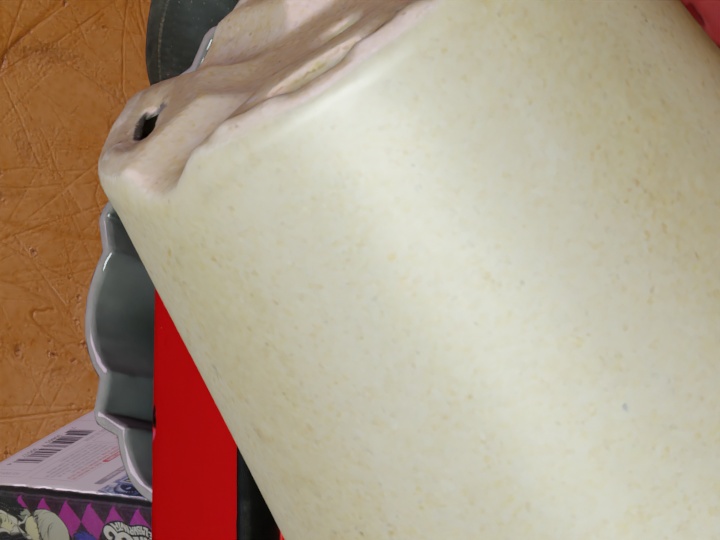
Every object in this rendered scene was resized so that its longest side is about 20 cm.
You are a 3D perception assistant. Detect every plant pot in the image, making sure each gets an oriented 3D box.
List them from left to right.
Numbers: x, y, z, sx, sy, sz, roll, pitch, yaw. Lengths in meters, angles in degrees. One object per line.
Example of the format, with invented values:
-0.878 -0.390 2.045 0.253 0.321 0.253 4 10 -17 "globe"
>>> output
0.039 0.010 0.700 0.200 0.184 0.201 -32 16 10 "plant pot"

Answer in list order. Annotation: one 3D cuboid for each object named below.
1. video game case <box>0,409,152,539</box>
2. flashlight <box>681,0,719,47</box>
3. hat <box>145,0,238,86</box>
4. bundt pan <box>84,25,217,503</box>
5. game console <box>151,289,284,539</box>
-0.023 0.067 1.135 0.180 0.036 0.200 2 20 36 "video game case"
0.125 -0.067 0.943 0.068 0.200 0.068 -41 6 -35 "flashlight"
0.015 -0.074 1.157 0.200 0.201 0.081 -34 7 33 "hat"
0.000 0.000 0.996 0.201 0.203 0.076 -35 -37 30 "bundt pan"
0.004 0.047 0.906 0.171 0.201 0.119 -5 -23 9 "game console"
